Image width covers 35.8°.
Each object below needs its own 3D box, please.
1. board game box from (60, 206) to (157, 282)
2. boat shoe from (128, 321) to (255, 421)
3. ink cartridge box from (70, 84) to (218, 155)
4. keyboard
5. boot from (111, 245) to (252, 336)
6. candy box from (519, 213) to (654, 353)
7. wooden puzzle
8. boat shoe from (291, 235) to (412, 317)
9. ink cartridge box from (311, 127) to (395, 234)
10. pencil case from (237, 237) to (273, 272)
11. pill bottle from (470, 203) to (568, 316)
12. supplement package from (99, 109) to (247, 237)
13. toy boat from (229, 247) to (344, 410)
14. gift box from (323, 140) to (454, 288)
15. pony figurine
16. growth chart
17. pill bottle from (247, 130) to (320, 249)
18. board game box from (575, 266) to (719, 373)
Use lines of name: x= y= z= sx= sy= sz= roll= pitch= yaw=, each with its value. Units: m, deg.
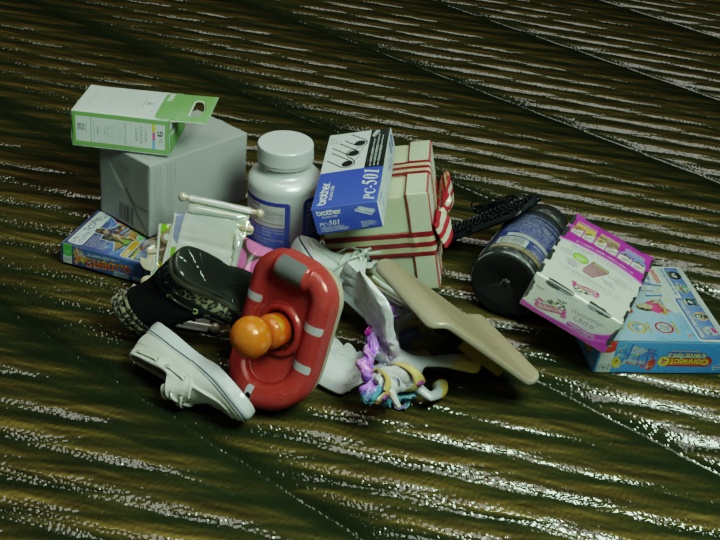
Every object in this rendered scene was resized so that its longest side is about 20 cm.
board game box: x=-0.346 y=-0.058 z=1.693 sx=0.134 sy=0.035 sz=0.200 roll=15 pitch=32 yaw=11
boat shoe: x=-0.216 y=0.140 z=1.393 sx=0.199 sy=0.071 sz=0.070 roll=34 pitch=68 yaw=29
ink cartridge box: x=-0.314 y=-0.219 z=1.636 sx=0.198 sy=0.060 sz=0.104 roll=6 pitch=30 yaw=2
keyboard: x=0.187 y=-0.088 z=1.740 sx=0.199 sy=0.040 sz=0.104 roll=-19 pitch=10 yaw=41
boot: x=-0.215 y=0.051 z=1.485 sx=0.203 sy=0.153 sz=0.074 roll=33 pitch=43 yaw=-39
candy box: x=0.321 y=0.014 z=1.563 sx=0.136 sy=0.061 sz=0.200 roll=32 pitch=36 yaw=10
wooden puzzle: x=0.122 y=0.071 z=1.459 sx=0.199 sy=0.037 sz=0.185 roll=30 pitch=11 yaw=-34
boat shoe: x=-0.001 y=0.001 z=1.556 sx=0.202 sy=0.086 sz=0.075 roll=41 pitch=16 yaw=9
ink cartridge box: x=-0.007 y=-0.128 z=1.551 sx=0.093 sy=0.045 sz=0.201 roll=-7 pitch=35 yaw=12
pencil case: x=-0.167 y=0.001 z=1.598 sx=0.199 sy=0.091 sz=0.094 roll=23 pitch=77 yaw=26
pill bottle: x=0.250 y=-0.024 z=1.690 sx=0.111 sy=0.113 sz=0.200 roll=19 pitch=34 yaw=18
supplement package: x=-0.285 y=-0.152 z=1.710 sx=0.121 sy=0.121 sz=0.199 roll=27 pitch=36 yaw=33
toy boat: x=-0.111 y=0.077 z=1.367 sx=0.130 sy=0.202 sz=0.130 roll=27 pitch=21 yaw=29
gift box: x=0.048 y=-0.072 z=1.666 sx=0.185 sy=0.201 sz=0.185 roll=-5 pitch=38 yaw=10
pony figurine: x=0.033 y=0.102 z=1.436 sx=0.193 sy=0.167 sz=0.199 roll=43 pitch=29 yaw=28
growth chart: x=-0.232 y=-0.012 z=1.545 sx=0.143 sy=0.202 sz=0.018 roll=18 pitch=-9 yaw=5
pill bottle: x=-0.113 y=-0.099 z=1.647 sx=0.111 sy=0.202 sz=0.112 roll=3 pitch=31 yaw=-2
board game box: x=0.408 y=0.068 z=1.631 sx=0.194 sy=0.056 sz=0.201 roll=1 pitch=33 yaw=-9
